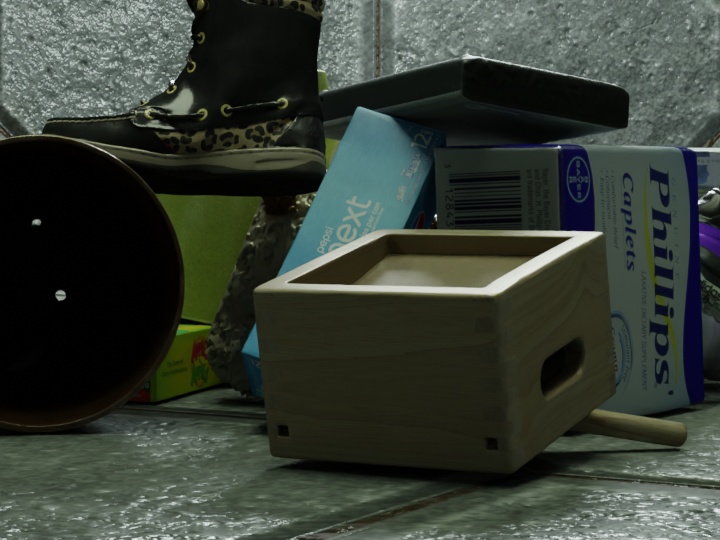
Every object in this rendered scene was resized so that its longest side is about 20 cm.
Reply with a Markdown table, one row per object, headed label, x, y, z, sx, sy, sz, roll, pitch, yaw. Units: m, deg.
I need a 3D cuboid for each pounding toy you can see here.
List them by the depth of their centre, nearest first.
| label | x | y | z | sx | sy | sz | roll | pitch | yaw |
| --- | --- | --- | --- | --- | --- | --- | --- | --- | --- |
| pounding toy | 0.070 | 0.057 | 1.317 | 0.183 | 0.144 | 0.200 | 1 | 14 | 29 |

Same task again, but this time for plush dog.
| label | x | y | z | sx | sy | sz | roll | pitch | yaw |
| --- | --- | --- | --- | --- | --- | --- | --- | --- | --- |
| plush dog | 0.000 | 0.000 | 1.606 | 0.170 | 0.201 | 0.161 | 22 | -34 | -2 |

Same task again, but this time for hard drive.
| label | x | y | z | sx | sy | sz | roll | pitch | yaw |
| --- | --- | --- | --- | --- | --- | --- | --- | --- | --- |
| hard drive | 0.071 | -0.111 | 1.550 | 0.139 | 0.033 | 0.199 | 8 | -8 | -31 |

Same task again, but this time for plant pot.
| label | x | y | z | sx | sy | sz | roll | pitch | yaw |
| --- | --- | --- | --- | --- | --- | --- | --- | --- | --- |
| plant pot | -0.222 | 0.003 | 1.512 | 0.185 | 0.189 | 0.200 | 0 | 4 | -11 |
| plant pot | -0.089 | -0.066 | 1.772 | 0.185 | 0.202 | 0.187 | 9 | 6 | -1 |

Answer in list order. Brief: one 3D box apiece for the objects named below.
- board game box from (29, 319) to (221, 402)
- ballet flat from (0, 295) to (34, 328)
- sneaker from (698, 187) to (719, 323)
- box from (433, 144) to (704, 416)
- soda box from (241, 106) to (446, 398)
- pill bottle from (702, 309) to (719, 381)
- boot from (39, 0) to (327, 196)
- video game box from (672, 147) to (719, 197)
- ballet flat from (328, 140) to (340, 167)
| label | x | y | z | sx | sy | sz | roll | pitch | yaw |
| --- | --- | --- | --- | --- | --- | --- | --- | --- | --- |
| board game box | -0.162 | 0.064 | 1.693 | 0.101 | 0.048 | 0.200 | 1 | 3 | 17 |
| ballet flat | -0.279 | 0.054 | 1.706 | 0.070 | 0.071 | 0.200 | 0 | -1 | -13 |
| sneaker | 0.313 | 0.011 | 1.634 | 0.199 | 0.100 | 0.070 | 34 | -7 | -11 |
| box | 0.145 | 0.006 | 1.529 | 0.104 | 0.186 | 0.199 | 0 | 2 | 34 |
| soda box | -0.007 | -0.005 | 1.484 | 0.067 | 0.201 | 0.064 | 18 | -27 | 14 |
| pill bottle | 0.204 | 0.026 | 1.703 | 0.198 | 0.113 | 0.112 | 12 | 1 | -11 |
| boot | -0.115 | -0.132 | 1.525 | 0.198 | 0.152 | 0.073 | 3 | -13 | 10 |
| video game box | 0.268 | -0.007 | 1.807 | 0.198 | 0.184 | 0.047 | 0 | 7 | -5 |
| ballet flat | 0.027 | -0.017 | 1.762 | 0.067 | 0.201 | 0.062 | -47 | 19 | -29 |
